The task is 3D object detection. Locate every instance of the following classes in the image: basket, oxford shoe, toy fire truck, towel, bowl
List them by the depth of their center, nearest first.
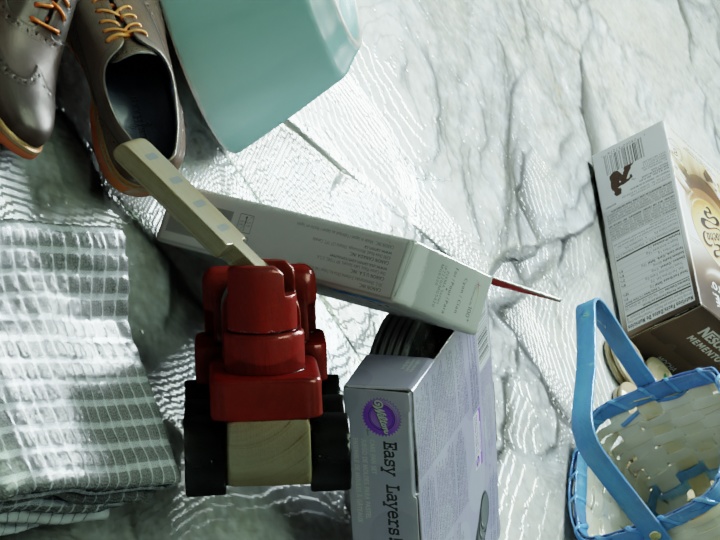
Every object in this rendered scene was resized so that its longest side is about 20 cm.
[{"bbox_3d":[-0.184,0.055,1.544,0.200,0.086,0.166,0,66,-61],"label":"towel"},{"bbox_3d":[-0.074,0.020,1.654,0.176,0.128,0.200,-107,-165,-81],"label":"toy fire truck"},{"bbox_3d":[-0.205,-0.160,1.723,0.071,0.072,0.200,29,41,-48],"label":"oxford shoe"},{"bbox_3d":[-0.148,-0.149,1.775,0.071,0.073,0.200,-17,85,-18],"label":"oxford shoe"},{"bbox_3d":[-0.065,-0.187,1.898,0.201,0.105,0.201,-16,90,-81],"label":"bowl"},{"bbox_3d":[0.214,0.138,2.122,0.200,0.139,0.176,58,24,-28],"label":"basket"}]

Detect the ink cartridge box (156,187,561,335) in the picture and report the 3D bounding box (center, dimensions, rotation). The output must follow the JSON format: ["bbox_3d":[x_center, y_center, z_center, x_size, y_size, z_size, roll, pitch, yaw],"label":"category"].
[{"bbox_3d":[0.000,0.000,1.818,0.176,0.200,0.045,21,85,-52],"label":"ink cartridge box"}]

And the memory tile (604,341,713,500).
[{"bbox_3d":[0.255,0.155,2.324,0.153,0.017,0.200,37,35,-42],"label":"memory tile"}]

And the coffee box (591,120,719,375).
[{"bbox_3d":[0.272,-0.011,2.437,0.113,0.080,0.200,36,36,-44],"label":"coffee box"}]

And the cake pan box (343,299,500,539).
[{"bbox_3d":[0.042,0.123,1.832,0.184,0.052,0.200,-55,145,-62],"label":"cake pan box"}]
